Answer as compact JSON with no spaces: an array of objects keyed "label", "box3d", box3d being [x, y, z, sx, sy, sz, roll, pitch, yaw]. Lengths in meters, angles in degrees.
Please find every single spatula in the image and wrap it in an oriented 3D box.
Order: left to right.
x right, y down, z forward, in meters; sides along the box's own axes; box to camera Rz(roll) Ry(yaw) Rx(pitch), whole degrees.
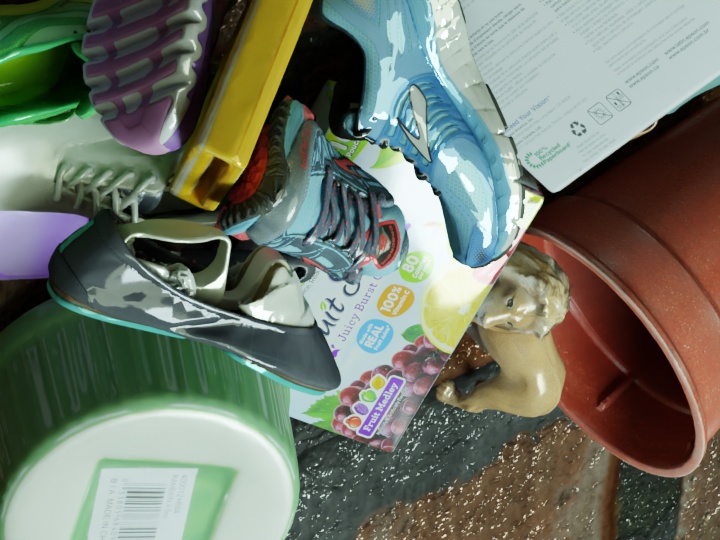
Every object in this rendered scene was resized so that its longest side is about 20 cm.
[{"label":"spatula","box3d":[-0.120,-0.009,1.561,0.199,0.021,0.057,8,120,-17]}]

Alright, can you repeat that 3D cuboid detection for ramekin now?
[{"label":"ramekin","box3d":[-0.130,0.111,1.582,0.199,0.098,0.201,-8,131,-9]}]

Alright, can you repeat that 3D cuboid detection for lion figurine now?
[{"label":"lion figurine","box3d":[0.096,0.042,1.744,0.073,0.122,0.200,-55,147,-19]}]

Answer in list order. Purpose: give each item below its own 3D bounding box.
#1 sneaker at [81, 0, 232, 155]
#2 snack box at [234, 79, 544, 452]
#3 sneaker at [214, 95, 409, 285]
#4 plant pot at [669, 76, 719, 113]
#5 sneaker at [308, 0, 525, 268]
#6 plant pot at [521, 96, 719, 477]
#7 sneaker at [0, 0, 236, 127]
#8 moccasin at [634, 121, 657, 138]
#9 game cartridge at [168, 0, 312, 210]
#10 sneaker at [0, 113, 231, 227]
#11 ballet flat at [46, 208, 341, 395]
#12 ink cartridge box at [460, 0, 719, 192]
[{"label":"sneaker","box3d":[-0.086,-0.154,1.395,0.088,0.080,0.201,19,69,-50]},{"label":"snack box","box3d":[0.000,0.000,1.631,0.142,0.053,0.200,21,117,-18]},{"label":"sneaker","box3d":[-0.015,-0.037,1.465,0.080,0.095,0.200,-63,175,3]},{"label":"plant pot","box3d":[0.207,-0.199,1.602,0.188,0.200,0.200,-42,143,19]},{"label":"sneaker","box3d":[0.025,-0.087,1.516,0.090,0.078,0.201,-27,111,-10]},{"label":"plant pot","box3d":[0.217,-0.004,1.779,0.195,0.201,0.201,-39,141,-20]},{"label":"sneaker","box3d":[-0.142,-0.116,1.440,0.199,0.084,0.074,-27,137,-23]},{"label":"moccasin","box3d":[0.097,-0.106,1.659,0.201,0.078,0.074,8,120,-39]},{"label":"game cartridge","box3d":[-0.044,-0.136,1.421,0.176,0.032,0.201,146,-32,-80]},{"label":"sneaker","box3d":[-0.141,-0.056,1.501,0.199,0.071,0.073,-5,126,-38]},{"label":"ballet flat","box3d":[-0.078,0.013,1.501,0.199,0.073,0.073,21,108,-33]},{"label":"ink cartridge box","box3d":[0.104,-0.160,1.520,0.196,0.200,0.043,-35,-163,45]}]
